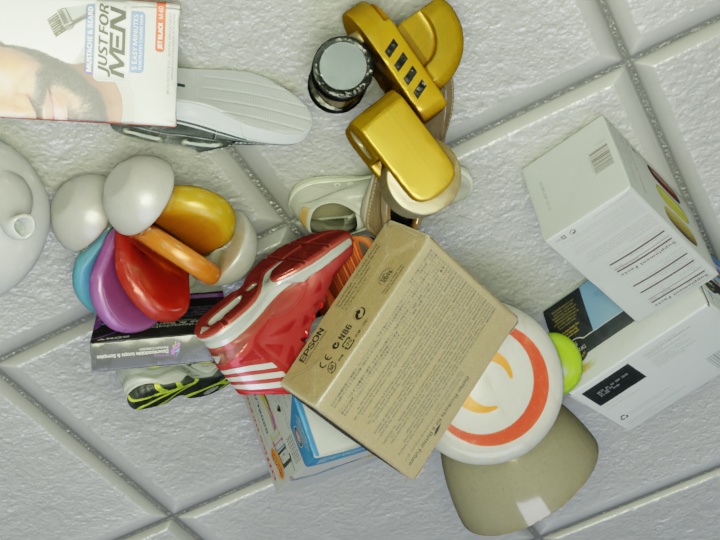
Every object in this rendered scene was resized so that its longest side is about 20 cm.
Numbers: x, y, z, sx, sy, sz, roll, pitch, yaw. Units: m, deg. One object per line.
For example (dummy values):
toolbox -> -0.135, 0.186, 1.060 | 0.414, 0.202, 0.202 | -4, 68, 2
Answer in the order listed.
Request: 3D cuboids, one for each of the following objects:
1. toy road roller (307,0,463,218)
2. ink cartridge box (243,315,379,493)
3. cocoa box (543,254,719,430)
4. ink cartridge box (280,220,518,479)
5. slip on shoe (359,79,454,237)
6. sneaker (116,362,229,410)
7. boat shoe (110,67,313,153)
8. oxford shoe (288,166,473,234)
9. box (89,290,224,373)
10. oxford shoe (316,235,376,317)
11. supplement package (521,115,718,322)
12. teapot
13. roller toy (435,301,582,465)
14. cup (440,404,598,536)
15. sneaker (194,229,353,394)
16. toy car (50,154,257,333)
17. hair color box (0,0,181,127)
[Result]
toy road roller -> 0.048, -0.161, 1.266 | 0.146, 0.123, 0.201 | -35, 92, -4
ink cartridge box -> -0.033, 0.144, 1.520 | 0.144, 0.148, 0.200 | -15, 165, -20
cocoa box -> 0.341, 0.068, 1.606 | 0.200, 0.132, 0.133 | -37, 133, 25
ink cartridge box -> 0.041, 0.080, 1.353 | 0.165, 0.075, 0.201 | 41, 79, -38
slip on shoe -> 0.051, -0.118, 1.358 | 0.075, 0.061, 0.201 | 8, 113, -26
sneaker -> -0.195, 0.101, 1.544 | 0.075, 0.077, 0.199 | -37, 162, 28
boat shoe -> -0.147, -0.151, 1.320 | 0.198, 0.073, 0.071 | 12, 142, -9
oxford shoe -> 0.024, -0.071, 1.443 | 0.198, 0.058, 0.076 | -8, 136, -6
box -> -0.210, 0.063, 1.442 | 0.142, 0.200, 0.036 | -5, 103, -7
oxford shoe -> 0.000, 0.000, 1.478 | 0.072, 0.072, 0.200 | -18, 171, -21
supplement package -> 0.283, -0.052, 1.479 | 0.109, 0.114, 0.200 | -33, 135, 23
teapot -> -0.402, -0.030, 1.304 | 0.196, 0.147, 0.201 | 12, 134, -6
roller toy -> 0.134, 0.124, 1.565 | 0.199, 0.140, 0.183 | 29, 90, -1
cup -> 0.176, 0.210, 1.701 | 0.199, 0.201, 0.144 | -28, 108, 17
sneaker -> -0.070, 0.051, 1.370 | 0.200, 0.078, 0.116 | -37, 115, -26
toy car -> -0.214, -0.011, 1.360 | 0.199, 0.151, 0.175 | -12, 146, 41
hair color box -> -0.263, -0.188, 1.211 | 0.198, 0.064, 0.112 | 1, 98, -13
